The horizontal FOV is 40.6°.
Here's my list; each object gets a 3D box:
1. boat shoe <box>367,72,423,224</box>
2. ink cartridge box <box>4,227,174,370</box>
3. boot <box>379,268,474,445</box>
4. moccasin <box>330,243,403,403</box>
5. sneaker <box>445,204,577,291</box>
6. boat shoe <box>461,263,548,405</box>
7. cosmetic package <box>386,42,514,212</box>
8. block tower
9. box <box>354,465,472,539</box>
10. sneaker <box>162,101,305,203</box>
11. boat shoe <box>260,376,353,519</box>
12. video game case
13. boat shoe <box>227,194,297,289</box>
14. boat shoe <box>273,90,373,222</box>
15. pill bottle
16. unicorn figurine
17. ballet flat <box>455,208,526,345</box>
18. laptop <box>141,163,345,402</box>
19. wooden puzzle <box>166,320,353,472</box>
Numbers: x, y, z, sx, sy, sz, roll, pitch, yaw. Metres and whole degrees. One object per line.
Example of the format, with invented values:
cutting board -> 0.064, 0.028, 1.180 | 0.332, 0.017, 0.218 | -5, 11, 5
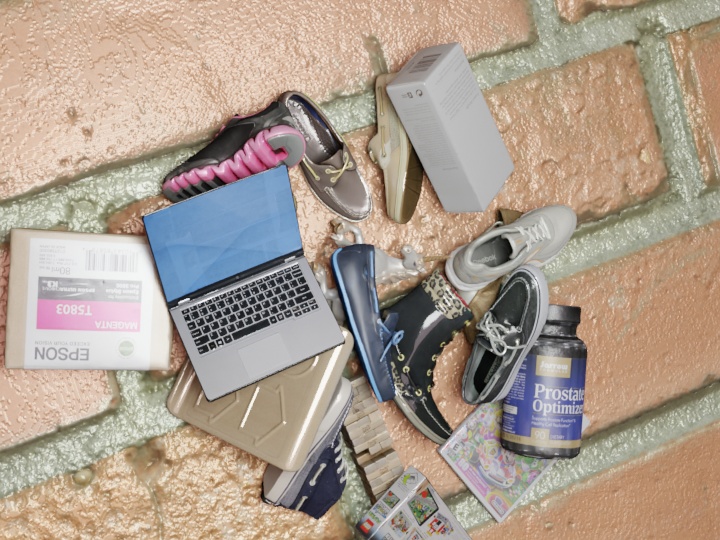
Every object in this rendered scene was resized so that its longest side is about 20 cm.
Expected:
boat shoe -> 0.045, -0.164, 1.312 | 0.064, 0.072, 0.205 | 2, 91, 23
ink cartridge box -> -0.328, 0.037, 1.189 | 0.196, 0.075, 0.169 | 2, 89, -18
boot -> 0.099, 0.116, 1.303 | 0.153, 0.074, 0.205 | -37, 97, 5
moccasin -> 0.019, 0.065, 1.229 | 0.067, 0.080, 0.204 | -17, 99, -8
sneaker -> 0.211, -0.034, 1.287 | 0.197, 0.092, 0.077 | -27, 84, -14
boat shoe -> 0.181, 0.087, 1.274 | 0.067, 0.073, 0.202 | -7, 128, -47
cosmetic package -> 0.121, -0.185, 1.285 | 0.102, 0.073, 0.202 | -49, 124, -34
block tower -> 0.014, 0.239, 1.308 | 0.053, 0.058, 0.203 | -24, 99, -15
box -> 0.083, 0.362, 1.299 | 0.110, 0.035, 0.201 | -43, 126, -13
sneaker -> -0.162, -0.149, 1.229 | 0.197, 0.079, 0.097 | -23, 54, 12
boat shoe -> -0.044, 0.232, 1.262 | 0.092, 0.075, 0.201 | 27, 111, -20
video game case -> 0.220, 0.236, 1.390 | 0.200, 0.018, 0.144 | -44, 102, -12
boat shoe -> -0.153, -0.033, 1.235 | 0.071, 0.068, 0.202 | 30, 79, 13
boat shoe -> -0.046, -0.149, 1.281 | 0.071, 0.059, 0.202 | -37, 101, -13
pill bottle -> 0.252, 0.148, 1.332 | 0.109, 0.112, 0.205 | 4, 89, -17
unicorn figurine -> 0.000, 0.000, 1.299 | 0.137, 0.074, 0.200 | 42, 93, -21
ballet flat -> 0.173, 0.001, 1.350 | 0.071, 0.068, 0.203 | 29, 80, -8
laptop -> -0.134, 0.014, 1.152 | 0.184, 0.116, 0.202 | -22, 70, -17
wooden puzzle -> -0.124, 0.132, 1.237 | 0.197, 0.046, 0.188 | 21, 81, 19
